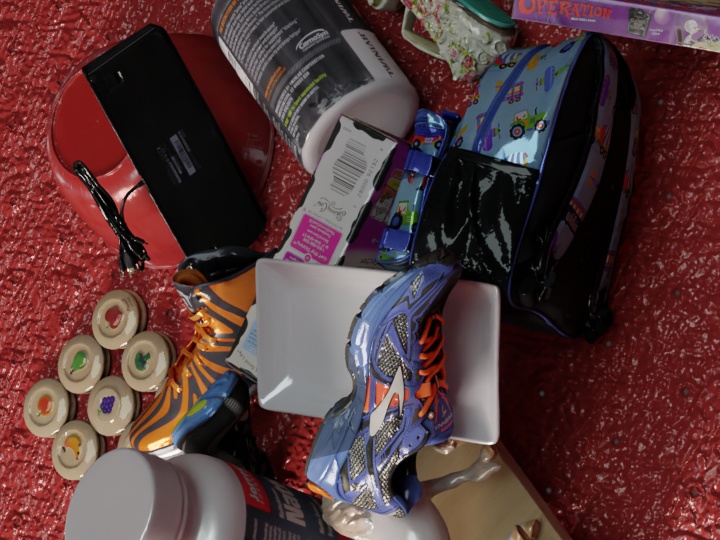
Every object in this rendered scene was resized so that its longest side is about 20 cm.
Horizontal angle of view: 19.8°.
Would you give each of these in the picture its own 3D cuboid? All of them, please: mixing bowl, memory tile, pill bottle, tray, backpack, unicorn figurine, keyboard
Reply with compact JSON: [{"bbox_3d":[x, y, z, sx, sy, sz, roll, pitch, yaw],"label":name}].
[{"bbox_3d":[-0.181,-0.109,1.667,0.199,0.108,0.201,-8,76,32],"label":"mixing bowl"},{"bbox_3d":[-0.190,0.127,1.678,0.153,0.017,0.200,-50,59,15],"label":"memory tile"},{"bbox_3d":[-0.047,-0.175,1.593,0.106,0.106,0.200,-44,60,18],"label":"pill bottle"},{"bbox_3d":[0.013,0.051,1.387,0.199,0.022,0.108,6,100,35],"label":"tray"},{"bbox_3d":[0.113,-0.067,1.422,0.134,0.182,0.201,13,84,25],"label":"backpack"},{"bbox_3d":[-0.099,0.193,1.426,0.119,0.200,0.120,-22,56,36],"label":"pill bottle"},{"bbox_3d":[0.042,0.170,1.390,0.137,0.074,0.200,-38,45,20],"label":"unicorn figurine"},{"bbox_3d":[-0.159,-0.076,1.585,0.127,0.201,0.021,-38,28,-20],"label":"keyboard"}]

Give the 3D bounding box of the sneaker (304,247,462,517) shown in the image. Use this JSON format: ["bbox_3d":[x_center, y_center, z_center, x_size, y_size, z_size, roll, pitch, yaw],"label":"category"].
[{"bbox_3d":[0.032,0.074,1.329,0.078,0.075,0.201,29,122,19],"label":"sneaker"}]

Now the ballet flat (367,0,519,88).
[{"bbox_3d":[0.040,-0.212,1.569,0.200,0.075,0.064,49,123,34],"label":"ballet flat"}]

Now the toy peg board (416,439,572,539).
[{"bbox_3d":[0.075,0.230,1.454,0.200,0.098,0.199,-50,43,14],"label":"toy peg board"}]

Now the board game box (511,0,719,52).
[{"bbox_3d":[0.216,-0.172,1.394,0.199,0.120,0.032,13,111,23],"label":"board game box"}]

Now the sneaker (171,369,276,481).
[{"bbox_3d":[-0.090,0.143,1.528,0.083,0.200,0.071,32,61,21],"label":"sneaker"}]

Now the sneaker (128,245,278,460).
[{"bbox_3d":[-0.122,0.052,1.576,0.200,0.112,0.078,-42,31,6],"label":"sneaker"}]

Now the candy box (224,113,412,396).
[{"bbox_3d":[0.000,0.000,1.509,0.061,0.136,0.201,28,95,35],"label":"candy box"}]
